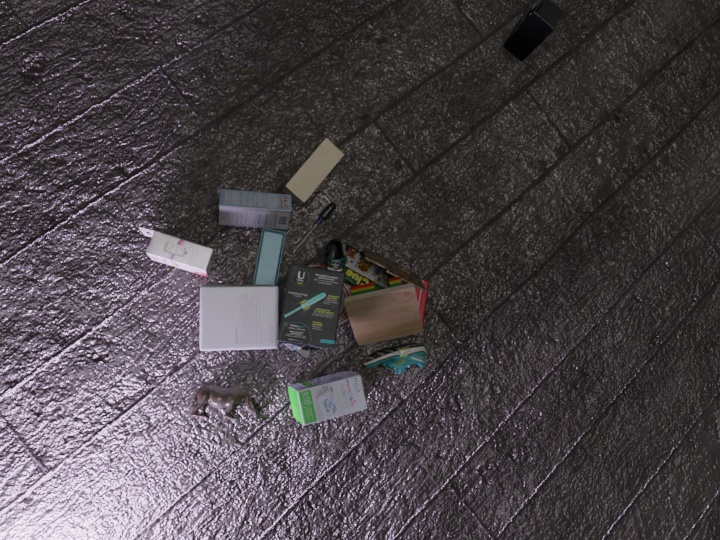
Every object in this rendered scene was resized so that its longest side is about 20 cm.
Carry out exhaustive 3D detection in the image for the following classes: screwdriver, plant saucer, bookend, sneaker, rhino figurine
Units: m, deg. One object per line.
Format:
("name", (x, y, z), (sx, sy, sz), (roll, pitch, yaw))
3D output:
("screwdriver", (-0.141, -0.131, 1.607), (0.200, 0.028, 0.029), (-48, 124, -20))
("plant saucer", (-0.269, -0.020, 1.564), (0.069, 0.019, 0.201), (11, 80, -13))
("bookend", (0.614, -0.861, 1.833), (0.092, 0.200, 0.199), (35, 75, -7))
("sneaker", (-0.083, 0.003, 1.532), (0.071, 0.080, 0.201), (6, 70, -14))
("rhino figurine", (-0.354, 0.359, 1.459), (0.199, 0.060, 0.088), (8, 69, -17))
("sneaker", (0.106, 0.269, 1.589), (0.199, 0.077, 0.080), (-7, 92, -16))

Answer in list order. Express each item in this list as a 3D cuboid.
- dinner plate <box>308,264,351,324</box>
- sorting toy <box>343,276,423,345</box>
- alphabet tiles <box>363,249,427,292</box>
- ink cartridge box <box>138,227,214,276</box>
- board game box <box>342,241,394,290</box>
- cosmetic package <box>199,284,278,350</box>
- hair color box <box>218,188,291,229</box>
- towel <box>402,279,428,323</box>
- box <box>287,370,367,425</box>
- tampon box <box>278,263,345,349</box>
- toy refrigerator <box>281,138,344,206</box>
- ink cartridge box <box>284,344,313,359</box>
("dinner plate", (-0.109, 0.074, 1.557), (0.199, 0.024, 0.201), (17, 51, -23))
("sorting toy", (0.067, 0.111, 1.541), (0.199, 0.199, 0.070), (-13, 44, 4))
("alphabet tiles", (0.098, -0.005, 1.587), (0.199, 0.167, 0.008), (26, 103, -9))
("ink cartridge box", (-0.505, -0.049, 1.455), (0.199, 0.116, 0.068), (18, 77, -10))
("board game box", (0.000, 0.000, 1.608), (0.199, 0.023, 0.105), (29, 69, -1))
("cosmetic package", (-0.327, 0.121, 1.439), (0.199, 0.167, 0.168), (0, 90, -15))
("hair color box", (-0.301, -0.173, 1.531), (0.199, 0.099, 0.061), (3, 61, -14))
("towel", (0.110, 0.086, 1.644), (0.199, 0.022, 0.146), (11, 81, -11))
("box", (-0.095, 0.340, 1.458), (0.175, 0.200, 0.097), (-10, 85, -17))
("tampon box", (-0.130, 0.100, 1.423), (0.149, 0.126, 0.201), (9, 79, -6))
("toy refrigerator", (-0.144, -0.295, 1.615), (0.076, 0.070, 0.200), (40, 74, -13))
("ink cartridge box", (-0.142, 0.148, 1.560), (0.099, 0.039, 0.201), (35, 74, -6))
